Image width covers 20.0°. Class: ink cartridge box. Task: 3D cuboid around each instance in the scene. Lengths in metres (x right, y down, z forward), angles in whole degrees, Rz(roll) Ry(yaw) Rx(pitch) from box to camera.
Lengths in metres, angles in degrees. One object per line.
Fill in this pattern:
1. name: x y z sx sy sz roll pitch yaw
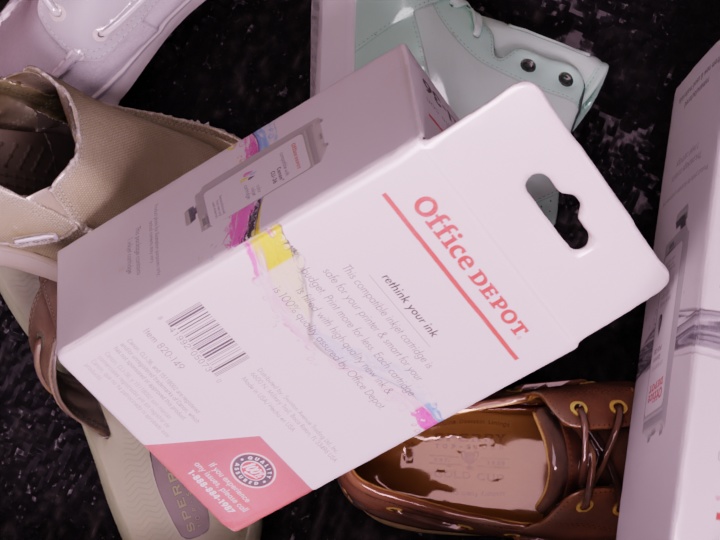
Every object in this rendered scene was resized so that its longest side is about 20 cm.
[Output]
1. ink cartridge box: 0.183 0.027 0.751 0.146 0.083 0.201 10 76 -4
2. ink cartridge box: 0.000 0.000 0.761 0.200 0.117 0.068 -29 36 15

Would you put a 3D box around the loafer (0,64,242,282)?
1. loafer: -0.116 -0.038 0.805 0.068 0.200 0.076 -47 49 46

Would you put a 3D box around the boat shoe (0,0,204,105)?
1. boat shoe: -0.103 -0.122 0.842 0.200 0.069 0.072 -35 62 5

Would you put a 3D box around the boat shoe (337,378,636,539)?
1. boat shoe: 0.086 0.078 0.806 0.200 0.068 0.072 -1 85 11

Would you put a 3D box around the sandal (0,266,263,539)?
1. sandal: -0.098 0.038 0.851 0.080 0.057 0.201 -29 81 8

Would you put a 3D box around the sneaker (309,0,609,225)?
1. sneaker: 0.040 -0.107 0.835 0.118 0.074 0.201 2 77 -4
